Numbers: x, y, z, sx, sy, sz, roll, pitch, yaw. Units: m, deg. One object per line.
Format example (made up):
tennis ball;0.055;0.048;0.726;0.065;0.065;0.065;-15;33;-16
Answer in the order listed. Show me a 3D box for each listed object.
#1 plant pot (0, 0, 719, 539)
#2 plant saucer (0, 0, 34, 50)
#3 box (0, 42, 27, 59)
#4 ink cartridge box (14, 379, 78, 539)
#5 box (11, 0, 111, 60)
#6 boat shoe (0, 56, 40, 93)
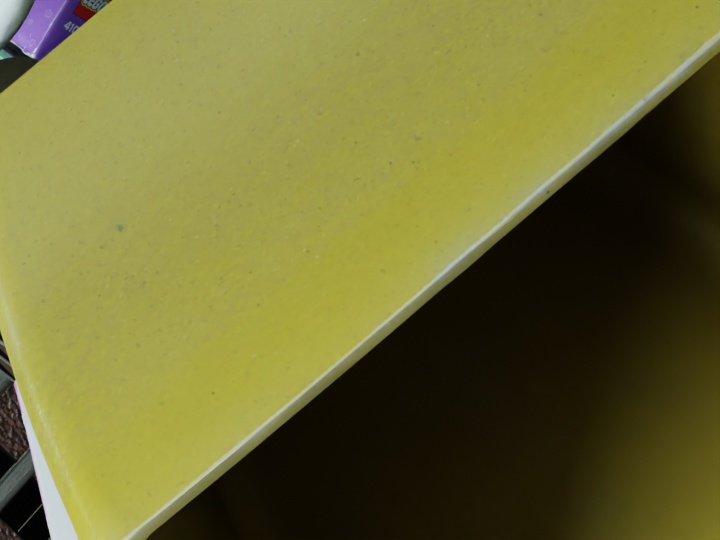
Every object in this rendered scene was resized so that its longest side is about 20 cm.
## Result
plant pot;0.014;0.004;0.778;0.177;0.200;0.200;49;178;41
plant saucer;-0.126;-0.157;0.843;0.200;0.050;0.201;32;133;43
box;-0.071;-0.025;1.111;0.200;0.049;0.117;31;-177;-37
ink cartridge box;-0.042;0.106;0.805;0.095;0.037;0.200;55;-175;-35
box;-0.089;-0.085;1.054;0.137;0.039;0.200;35;-177;35
boat shoe;-0.097;-0.020;0.895;0.201;0.063;0.074;-6;-100;-76
